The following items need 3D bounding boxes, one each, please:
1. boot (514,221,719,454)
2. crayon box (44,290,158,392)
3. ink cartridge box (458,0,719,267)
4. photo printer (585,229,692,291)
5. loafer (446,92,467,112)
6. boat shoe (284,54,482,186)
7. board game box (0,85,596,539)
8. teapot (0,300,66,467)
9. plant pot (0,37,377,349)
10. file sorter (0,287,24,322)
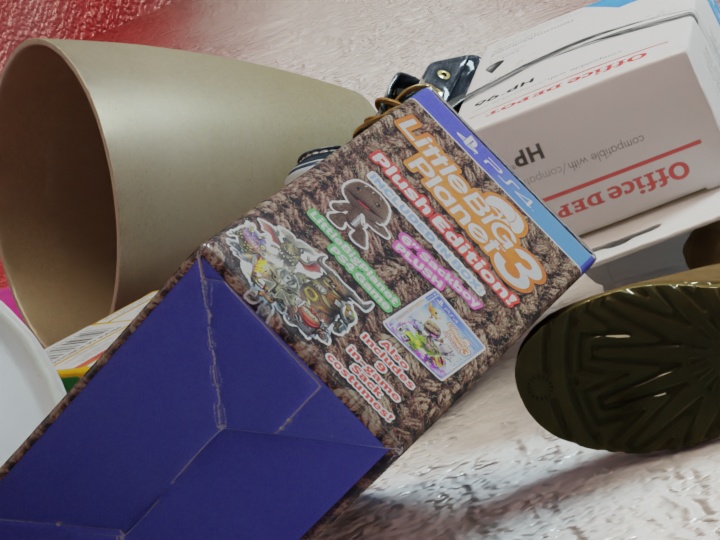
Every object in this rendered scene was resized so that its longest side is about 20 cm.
[{"bbox_3d":[0.152,0.012,1.091,0.175,0.066,0.200,-11,11,6],"label":"boot"},{"bbox_3d":[-0.072,0.046,1.297,0.200,0.052,0.126,-8,15,45],"label":"crayon box"},{"bbox_3d":[0.108,-0.066,1.172,0.116,0.068,0.200,-21,15,15],"label":"ink cartridge box"},{"bbox_3d":[0.202,-0.060,1.302,0.166,0.069,0.200,-15,13,23],"label":"photo printer"},{"bbox_3d":[0.025,-0.009,1.210,0.201,0.068,0.070,-71,8,-46],"label":"loafer"},{"bbox_3d":[0.023,-0.072,1.433,0.071,0.091,0.200,-14,-10,35],"label":"boat shoe"},{"bbox_3d":[-0.026,0.041,0.977,0.159,0.097,0.200,-46,-4,32],"label":"board game box"},{"bbox_3d":[-0.216,0.089,1.055,0.200,0.197,0.146,-6,-22,-36],"label":"teapot"},{"bbox_3d":[-0.089,-0.051,1.525,0.200,0.187,0.187,-9,6,-28],"label":"plant pot"},{"bbox_3d":[-0.269,-0.007,1.673,0.139,0.125,0.200,-12,13,32],"label":"file sorter"}]
